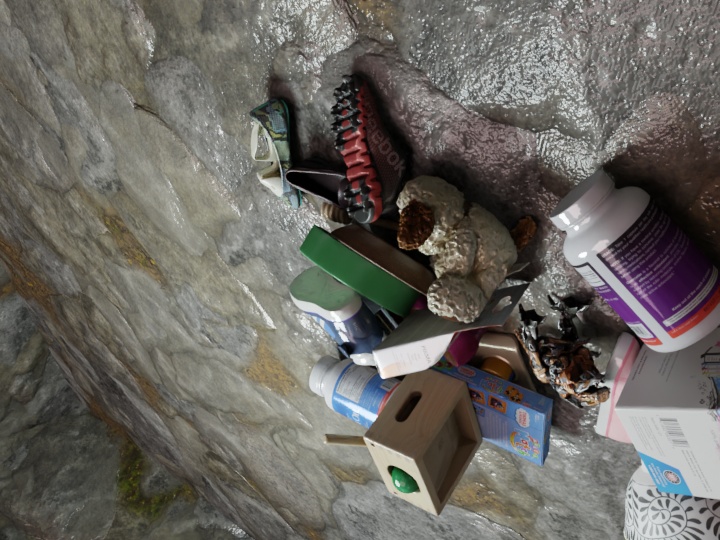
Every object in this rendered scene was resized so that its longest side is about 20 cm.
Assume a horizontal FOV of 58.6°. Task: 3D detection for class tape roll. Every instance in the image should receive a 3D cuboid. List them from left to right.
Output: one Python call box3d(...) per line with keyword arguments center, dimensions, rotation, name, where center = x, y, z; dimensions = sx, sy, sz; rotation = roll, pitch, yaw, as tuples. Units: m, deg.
box3d(center=(0.000, 0.000, 1.003), dimensions=(0.199, 0.049, 0.200), rotation=(32, -178, -1), name="tape roll")

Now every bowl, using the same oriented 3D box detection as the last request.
box3d(center=(0.437, 0.287, 0.859), dimensions=(0.200, 0.199, 0.095), rotation=(-27, 81, 53), name="bowl")

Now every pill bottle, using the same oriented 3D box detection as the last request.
box3d(center=(-0.002, 0.245, 1.295), dimensions=(0.198, 0.112, 0.113), rotation=(20, 138, 32), name="pill bottle")
box3d(center=(0.309, -0.013, 0.721), dimensions=(0.200, 0.112, 0.112), rotation=(47, 145, -2), name="pill bottle")

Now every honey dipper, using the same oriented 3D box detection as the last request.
box3d(center=(0.026, -0.076, 1.014), dimensions=(0.198, 0.038, 0.038), rotation=(18, 137, 28), name="honey dipper")

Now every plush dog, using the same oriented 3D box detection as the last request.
box3d(center=(0.121, -0.054, 0.850), dimensions=(0.171, 0.200, 0.161), rotation=(40, 112, -10), name="plush dog")

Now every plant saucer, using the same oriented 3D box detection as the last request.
box3d(center=(0.045, -0.019, 0.977), dimensions=(0.199, 0.037, 0.200), rotation=(32, -178, -1), name="plant saucer")

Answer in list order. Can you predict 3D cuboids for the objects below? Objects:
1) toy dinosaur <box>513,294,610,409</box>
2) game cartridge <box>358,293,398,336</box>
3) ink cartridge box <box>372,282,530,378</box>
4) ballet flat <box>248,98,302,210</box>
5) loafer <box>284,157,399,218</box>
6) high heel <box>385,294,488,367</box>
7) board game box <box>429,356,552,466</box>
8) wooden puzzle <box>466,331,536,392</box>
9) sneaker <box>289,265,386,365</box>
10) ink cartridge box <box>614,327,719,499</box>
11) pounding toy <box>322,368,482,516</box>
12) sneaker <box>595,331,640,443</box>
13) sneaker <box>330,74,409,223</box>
box3d(center=(0.262, 0.114, 0.881), dimensions=(0.199, 0.101, 0.138), rotation=(10, 117, 53), name="toy dinosaur")
box3d(center=(0.038, 0.099, 1.118), dimensions=(0.201, 0.040, 0.133), rotation=(52, 169, -23), name="game cartridge")
box3d(center=(0.136, 0.083, 0.907), dimensions=(0.198, 0.162, 0.051), rotation=(-14, 101, 31), name="ink cartridge box")
box3d(center=(-0.143, -0.180, 1.046), dimensions=(0.074, 0.074, 0.202), rotation=(20, 135, 31), name="ballet flat")
box3d(center=(-0.031, -0.122, 0.987), dimensions=(0.198, 0.063, 0.073), rotation=(23, 117, 30), name="loafer")
box3d(center=(0.104, 0.096, 1.050), dimensions=(0.198, 0.096, 0.068), rotation=(8, 132, 40), name="high heel")
box3d(center=(0.212, 0.228, 1.053), dimensions=(0.198, 0.037, 0.152), rotation=(21, 142, 30), name="board game box")
box3d(center=(0.206, 0.192, 1.087), dimensions=(0.184, 0.046, 0.202), rotation=(3, 127, 44), name="wooden puzzle")
box3d(center=(-0.029, 0.082, 1.008), dimensions=(0.199, 0.080, 0.147), rotation=(26, 150, 58), name="sneaker")
box3d(center=(0.435, 0.164, 0.741), dimensions=(0.199, 0.145, 0.148), rotation=(-11, 118, 49), name="ink cartridge box")
box3d(center=(0.074, 0.270, 1.027), dimensions=(0.141, 0.200, 0.185), rotation=(13, 139, 38), name="pounding toy")
box3d(center=(0.381, 0.168, 0.865), dimensions=(0.104, 0.075, 0.202), rotation=(18, 139, 29), name="sneaker")
box3d(center=(0.018, -0.172, 0.897), dimensions=(0.071, 0.097, 0.203), rotation=(1, 104, 59), name="sneaker")
